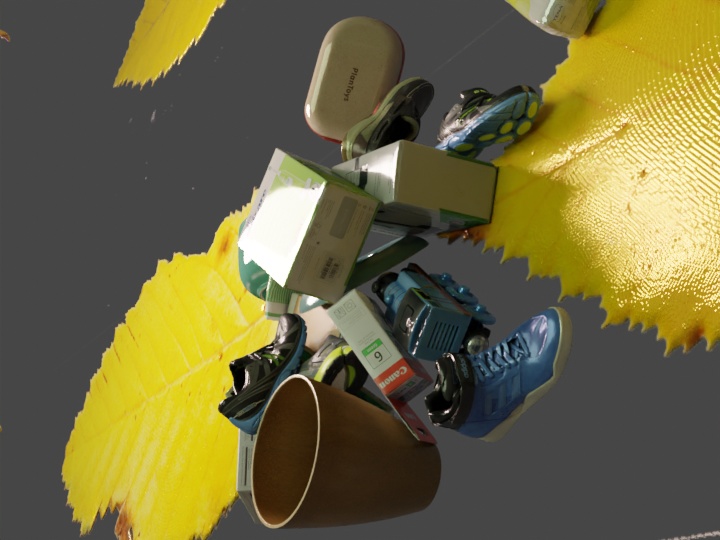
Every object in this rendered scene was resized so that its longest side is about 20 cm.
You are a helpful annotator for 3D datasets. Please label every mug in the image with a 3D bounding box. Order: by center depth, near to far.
[{"bbox_3d":[-0.123,-0.019,1.950,0.152,0.185,0.114,-16,61,25],"label":"mug"}]

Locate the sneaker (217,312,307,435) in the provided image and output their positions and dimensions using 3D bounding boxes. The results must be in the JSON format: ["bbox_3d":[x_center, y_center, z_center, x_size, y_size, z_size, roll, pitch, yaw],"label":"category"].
[{"bbox_3d":[-0.128,0.125,1.661,0.200,0.083,0.071,-63,1,-40],"label":"sneaker"}]

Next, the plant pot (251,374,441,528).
[{"bbox_3d":[-0.006,0.239,1.550,0.186,0.200,0.186,-41,42,51],"label":"plant pot"}]

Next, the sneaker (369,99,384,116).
[{"bbox_3d":[0.025,-0.149,1.836,0.098,0.071,0.201,-26,52,54],"label":"sneaker"}]

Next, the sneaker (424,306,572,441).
[{"bbox_3d":[0.147,0.112,1.405,0.200,0.111,0.077,-56,32,35],"label":"sneaker"}]

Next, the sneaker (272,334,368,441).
[{"bbox_3d":[-0.065,0.172,1.648,0.200,0.074,0.081,-51,30,7],"label":"sneaker"}]

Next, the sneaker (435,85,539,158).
[{"bbox_3d":[0.153,-0.198,1.584,0.200,0.071,0.083,158,116,-63],"label":"sneaker"}]

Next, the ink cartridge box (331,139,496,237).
[{"bbox_3d":[0.063,-0.102,1.651,0.200,0.147,0.083,-11,70,63],"label":"ink cartridge box"}]

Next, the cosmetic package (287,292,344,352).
[{"bbox_3d":[-0.025,0.086,1.784,0.200,0.105,0.071,15,92,63],"label":"cosmetic package"}]

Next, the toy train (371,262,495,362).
[{"bbox_3d":[0.086,0.051,1.557,0.087,0.114,0.200,-68,26,14],"label":"toy train"}]

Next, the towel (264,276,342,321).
[{"bbox_3d":[-0.069,-0.015,1.881,0.023,0.153,0.200,20,96,45],"label":"towel"}]

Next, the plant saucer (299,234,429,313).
[{"bbox_3d":[0.000,0.000,1.696,0.027,0.200,0.200,62,150,-3],"label":"plant saucer"}]

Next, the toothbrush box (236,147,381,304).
[{"bbox_3d":[-0.071,-0.061,1.626,0.200,0.086,0.146,36,105,60],"label":"toothbrush box"}]

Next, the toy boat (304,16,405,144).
[{"bbox_3d":[-0.004,-0.294,1.950,0.131,0.130,0.200,-39,-34,-83],"label":"toy boat"}]

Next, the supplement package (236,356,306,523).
[{"bbox_3d":[-0.106,0.242,1.784,0.156,0.111,0.200,77,-168,-61],"label":"supplement package"}]

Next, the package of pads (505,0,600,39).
[{"bbox_3d":[0.236,-0.382,1.530,0.155,0.068,0.200,-66,27,19],"label":"package of pads"}]

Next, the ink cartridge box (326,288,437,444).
[{"bbox_3d":[0.044,0.121,1.559,0.050,0.109,0.200,-38,73,6],"label":"ink cartridge box"}]

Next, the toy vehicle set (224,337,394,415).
[{"bbox_3d":[-0.070,0.183,1.706,0.124,0.200,0.027,-49,-23,-17],"label":"toy vehicle set"}]

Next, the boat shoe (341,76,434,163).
[{"bbox_3d":[0.053,-0.202,1.749,0.066,0.201,0.072,19,135,31],"label":"boat shoe"}]
